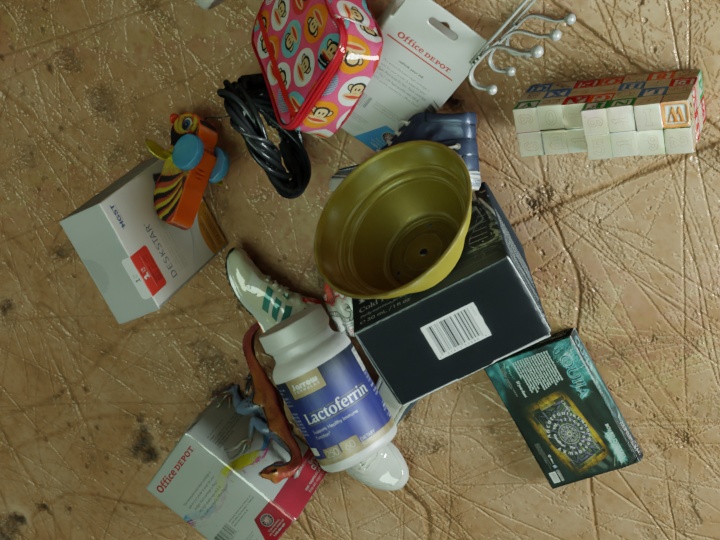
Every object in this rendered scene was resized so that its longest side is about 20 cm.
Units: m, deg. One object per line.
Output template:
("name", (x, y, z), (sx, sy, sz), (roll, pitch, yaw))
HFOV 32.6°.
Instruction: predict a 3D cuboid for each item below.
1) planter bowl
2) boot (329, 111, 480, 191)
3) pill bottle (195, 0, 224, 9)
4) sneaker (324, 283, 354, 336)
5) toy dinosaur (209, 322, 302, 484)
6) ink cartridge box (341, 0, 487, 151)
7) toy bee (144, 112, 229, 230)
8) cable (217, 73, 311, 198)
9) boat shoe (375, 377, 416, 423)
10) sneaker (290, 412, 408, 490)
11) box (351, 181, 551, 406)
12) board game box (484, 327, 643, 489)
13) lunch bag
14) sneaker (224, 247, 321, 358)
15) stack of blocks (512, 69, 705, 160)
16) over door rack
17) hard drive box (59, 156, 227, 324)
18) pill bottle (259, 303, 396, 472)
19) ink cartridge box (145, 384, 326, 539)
("planter bowl", (0.053, -0.038, 1.360), (0.199, 0.201, 0.083), (-16, 142, 29))
("boot", (0.052, -0.137, 1.450), (0.199, 0.073, 0.091), (0, 90, 30))
("pill bottle", (-0.206, -0.420, 1.454), (0.112, 0.112, 0.200), (-35, 99, 33))
("sneaker", (0.000, 0.001, 1.609), (0.107, 0.067, 0.203), (0, 118, 20))
("toy dinosaur", (-0.135, 0.203, 1.693), (0.181, 0.104, 0.201), (31, 127, 51))
("ink cartridge box", (0.053, -0.240, 1.449), (0.116, 0.067, 0.200), (33, 125, -13))
("toy bee", (-0.217, -0.157, 1.609), (0.108, 0.200, 0.131), (28, 162, 42))
("cable", (-0.115, -0.161, 1.497), (0.051, 0.200, 0.164), (-20, 97, 12))
("boat shoe", (0.062, 0.152, 1.664), (0.075, 0.062, 0.201), (31, 126, 4))
("sneaker", (-0.021, 0.247, 1.722), (0.200, 0.100, 0.075), (36, 96, 2))
("box", (0.100, 0.025, 1.460), (0.199, 0.197, 0.124), (-27, 116, 11))
("board game box", (0.266, 0.183, 1.612), (0.135, 0.028, 0.201), (-23, 104, 30))
("lunch bag", (-0.059, -0.257, 1.436), (0.082, 0.201, 0.176), (8, 135, -33))
("sneaker", (-0.105, 0.043, 1.687), (0.093, 0.070, 0.201), (-27, 101, 13))
("stack of blocks", (0.276, -0.171, 1.374), (0.199, 0.115, 0.059), (-2, 115, 25))
("over door rack", (0.201, -0.291, 1.324), (0.066, 0.148, 0.201), (33, 124, 6))
("hard drive box", (-0.281, -0.048, 1.625), (0.076, 0.200, 0.157), (-19, 108, 30))
("pill bottle", (-0.045, 0.152, 1.615), (0.115, 0.116, 0.201), (-26, 96, 31))
("ink cartridge box", (-0.178, 0.300, 1.793), (0.200, 0.145, 0.145), (39, 124, 0))
